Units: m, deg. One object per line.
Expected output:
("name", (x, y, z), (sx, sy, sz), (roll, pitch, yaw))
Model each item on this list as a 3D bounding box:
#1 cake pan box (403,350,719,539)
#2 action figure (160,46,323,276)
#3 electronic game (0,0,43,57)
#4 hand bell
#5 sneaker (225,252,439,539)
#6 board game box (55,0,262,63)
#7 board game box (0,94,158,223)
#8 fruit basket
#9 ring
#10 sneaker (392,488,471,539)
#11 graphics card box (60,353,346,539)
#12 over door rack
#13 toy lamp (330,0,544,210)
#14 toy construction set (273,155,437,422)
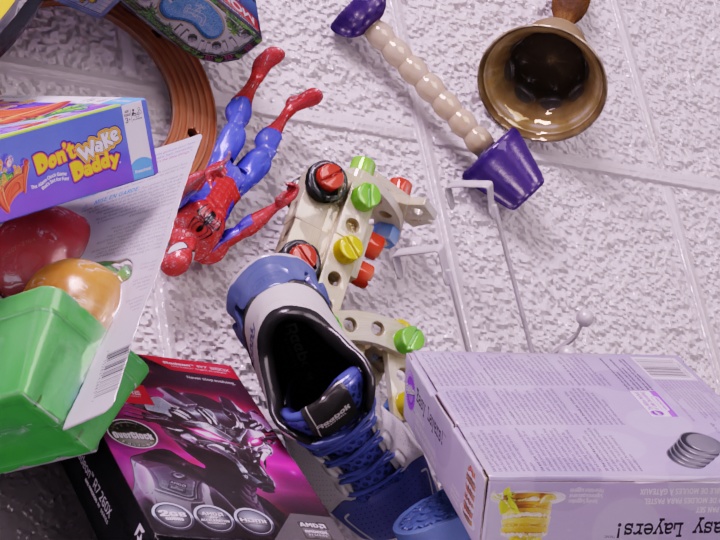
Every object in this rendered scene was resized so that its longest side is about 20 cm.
("cake pan box", (0.132, 0.100, 1.052), (0.184, 0.052, 0.200), (3, 18, -14))
("action figure", (-0.071, -0.075, 1.187), (0.065, 0.099, 0.200), (44, 51, -20))
("electronic game", (-0.262, -0.173, 1.075), (0.042, 0.200, 0.200), (48, 36, -47))
("hand bell", (0.167, -0.201, 1.476), (0.104, 0.104, 0.200), (38, 36, -10))
("sneaker", (-0.019, 0.093, 1.093), (0.200, 0.080, 0.115), (61, 1, -18))
("board game box", (-0.160, -0.220, 1.206), (0.200, 0.062, 0.200), (38, 23, -28))
("board game box", (-0.231, -0.065, 1.019), (0.134, 0.200, 0.045), (-21, 110, -42))
("fruit basket", (-0.180, 0.022, 1.023), (0.094, 0.185, 0.200), (52, 37, -32))
("ring", (-0.188, -0.122, 1.204), (0.200, 0.019, 0.201), (18, 53, -26))
("sneaker", (0.116, 0.161, 1.124), (0.200, 0.070, 0.078), (-17, 98, -25))
("graphics card box", (-0.102, 0.117, 1.029), (0.125, 0.051, 0.200), (10, 25, -31))
("over door rack", (0.107, 0.042, 1.223), (0.200, 0.067, 0.148), (64, 25, -12))
("toy lamp", (0.062, -0.130, 1.365), (0.200, 0.058, 0.058), (49, 47, 1))
("toy construction set", (0.000, 0.000, 1.212), (0.131, 0.092, 0.200), (26, 50, -18))
